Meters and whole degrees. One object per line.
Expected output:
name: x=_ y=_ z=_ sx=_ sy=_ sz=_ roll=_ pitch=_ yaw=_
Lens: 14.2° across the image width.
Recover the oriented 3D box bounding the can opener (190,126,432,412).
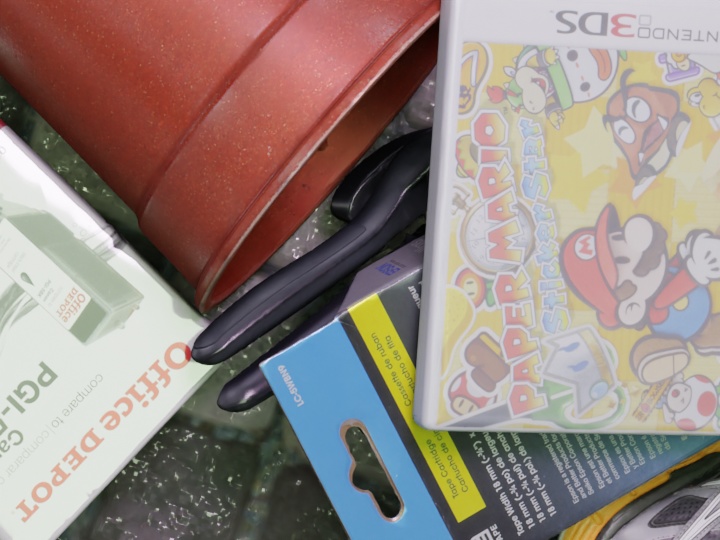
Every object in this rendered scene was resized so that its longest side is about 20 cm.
can opener: x=0.000 y=0.000 z=1.370 sx=0.200 sy=0.079 sz=0.063 roll=-45 pitch=105 yaw=-29

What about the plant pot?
plant pot: x=-0.081 y=-0.118 z=1.341 sx=0.195 sy=0.201 sz=0.201 roll=40 pitch=86 yaw=3

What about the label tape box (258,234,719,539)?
label tape box: x=0.064 y=0.049 z=1.330 sx=0.200 sy=0.063 sz=0.144 roll=-29 pitch=103 yaw=-9

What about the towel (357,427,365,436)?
towel: x=0.063 y=0.000 z=1.401 sx=0.018 sy=0.086 sz=0.200 roll=38 pitch=86 yaw=15

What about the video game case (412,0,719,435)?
video game case: x=0.119 y=-0.026 z=1.288 sx=0.182 sy=0.023 sz=0.200 roll=2 pitch=98 yaw=-15

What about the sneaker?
sneaker: x=0.189 y=0.116 z=1.392 sx=0.200 sy=0.078 sz=0.077 roll=-29 pitch=54 yaw=-23

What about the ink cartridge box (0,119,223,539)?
ink cartridge box: x=-0.179 y=0.021 z=1.375 sx=0.200 sy=0.083 sz=0.147 roll=43 pitch=85 yaw=-4
